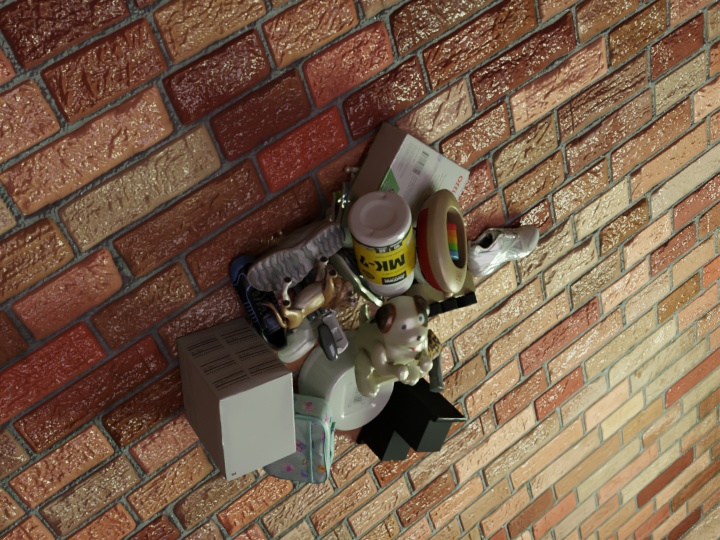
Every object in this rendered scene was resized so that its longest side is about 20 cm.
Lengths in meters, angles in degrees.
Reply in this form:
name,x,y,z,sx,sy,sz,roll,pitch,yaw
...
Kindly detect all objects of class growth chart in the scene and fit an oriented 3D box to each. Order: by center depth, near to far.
name,x,y,z,sx,sy,sz,roll,pitch,yaw
growth chart,-0.011,-0.111,1.694,0.143,0.018,0.203,2,114,-38

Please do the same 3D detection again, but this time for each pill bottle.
name,x,y,z,sx,sy,sz,roll,pitch,yaw
pill bottle,0.044,-0.043,1.603,0.114,0.114,0.201,-36,149,-14

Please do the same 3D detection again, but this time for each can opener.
name,x,y,z,sx,sy,sz,roll,pitch,yaw
can opener,-0.081,0.073,1.660,0.052,0.066,0.202,-27,93,-9

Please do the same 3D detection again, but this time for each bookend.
name,x,y,z,sx,sy,sz,roll,pitch,yaw
bookend,0.109,0.354,1.942,0.091,0.200,0.201,8,111,-39

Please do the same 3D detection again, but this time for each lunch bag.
name,x,y,z,sx,sy,sz,roll,pitch,yaw
lunch bag,-0.128,0.342,1.781,0.077,0.158,0.202,-66,160,-51

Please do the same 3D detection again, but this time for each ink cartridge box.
name,x,y,z,sx,sy,sz,roll,pitch,yaw
ink cartridge box,0.097,-0.170,1.674,0.199,0.087,0.147,23,97,-41

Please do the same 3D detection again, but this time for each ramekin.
name,x,y,z,sx,sy,sz,roll,pitch,yaw
ramekin,-0.024,0.237,1.841,0.198,0.098,0.203,-19,127,-28

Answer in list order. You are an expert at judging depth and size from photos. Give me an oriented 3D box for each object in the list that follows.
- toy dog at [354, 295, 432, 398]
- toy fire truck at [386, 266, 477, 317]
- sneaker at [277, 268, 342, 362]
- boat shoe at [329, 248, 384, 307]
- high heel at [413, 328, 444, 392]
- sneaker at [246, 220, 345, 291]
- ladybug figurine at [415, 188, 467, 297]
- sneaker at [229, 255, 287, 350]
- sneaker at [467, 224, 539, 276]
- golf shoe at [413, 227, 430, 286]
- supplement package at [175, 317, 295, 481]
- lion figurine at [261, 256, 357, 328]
name,x,y,z,sx,sy,sz,roll,pitch,yaw
toy dog,0.071,0.126,1.700,0.137,0.196,0.201,-4,152,-22
toy fire truck,0.128,0.070,1.857,0.174,0.199,0.131,-13,87,-42
sneaker,-0.107,0.084,1.714,0.201,0.075,0.088,-51,122,-8
boat shoe,0.000,0.000,1.735,0.068,0.071,0.200,-53,141,-6
high heel,0.116,0.171,1.892,0.071,0.145,0.199,-22,147,27
sneaker,-0.123,-0.028,1.603,0.198,0.082,0.076,-29,120,-20
ladybug figurine,0.148,-0.050,1.627,0.135,0.071,0.203,23,62,-57
sneaker,-0.181,0.063,1.628,0.070,0.078,0.202,-32,131,-15
sneaker,0.317,-0.061,1.939,0.198,0.070,0.081,-27,127,-21
golf shoe,0.114,-0.035,1.704,0.079,0.198,0.098,-56,163,-21
supplement package,-0.229,0.232,1.610,0.145,0.200,0.194,-18,127,-27
lion figurine,-0.093,0.055,1.580,0.198,0.073,0.124,-24,143,-26
